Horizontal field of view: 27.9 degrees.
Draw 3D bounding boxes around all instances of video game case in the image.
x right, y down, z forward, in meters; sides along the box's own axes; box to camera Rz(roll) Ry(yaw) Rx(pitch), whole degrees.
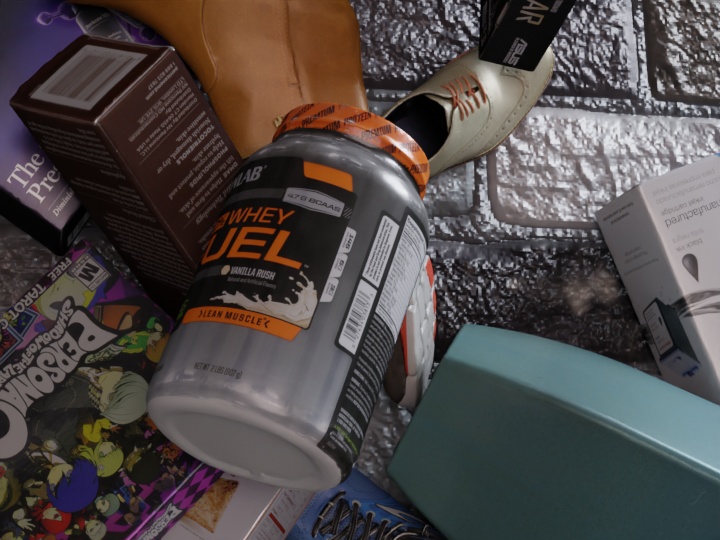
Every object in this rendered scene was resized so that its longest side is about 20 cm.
[{"bbox_3d":[-0.183,0.103,0.893,0.200,0.036,0.181,-45,63,-12],"label":"video game case"}]

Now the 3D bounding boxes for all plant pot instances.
[{"bbox_3d":[0.129,0.126,0.934,0.199,0.141,0.142,29,107,6],"label":"plant pot"}]

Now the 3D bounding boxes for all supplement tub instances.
[{"bbox_3d":[-0.033,0.012,0.825,0.122,0.123,0.201,23,64,-7],"label":"supplement tub"}]

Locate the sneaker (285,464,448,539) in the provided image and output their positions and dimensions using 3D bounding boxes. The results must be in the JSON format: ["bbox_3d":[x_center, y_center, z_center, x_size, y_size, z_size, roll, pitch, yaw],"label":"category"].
[{"bbox_3d":[0.015,0.177,0.941,0.199,0.089,0.079,33,73,2],"label":"sneaker"}]

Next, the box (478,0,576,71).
[{"bbox_3d":[0.128,-0.265,0.999,0.043,0.160,0.201,11,58,-11],"label":"box"}]

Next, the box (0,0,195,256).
[{"bbox_3d":[-0.198,-0.135,0.966,0.141,0.079,0.201,34,73,-2],"label":"box"}]

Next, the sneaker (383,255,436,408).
[{"bbox_3d":[0.000,0.000,0.973,0.081,0.077,0.201,-6,111,16],"label":"sneaker"}]

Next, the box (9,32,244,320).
[{"bbox_3d":[-0.117,-0.046,0.900,0.075,0.100,0.201,-47,130,-24],"label":"box"}]

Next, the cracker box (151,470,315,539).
[{"bbox_3d":[-0.119,0.148,0.907,0.133,0.058,0.200,27,71,24],"label":"cracker box"}]

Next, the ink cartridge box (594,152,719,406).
[{"bbox_3d":[0.280,0.017,1.040,0.146,0.086,0.201,-20,82,-16],"label":"ink cartridge box"}]

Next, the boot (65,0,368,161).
[{"bbox_3d":[-0.095,-0.139,0.918,0.200,0.071,0.145,-8,86,-14],"label":"boot"}]

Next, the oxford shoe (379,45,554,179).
[{"bbox_3d":[0.068,-0.110,1.022,0.200,0.074,0.071,-40,89,-17],"label":"oxford shoe"}]
